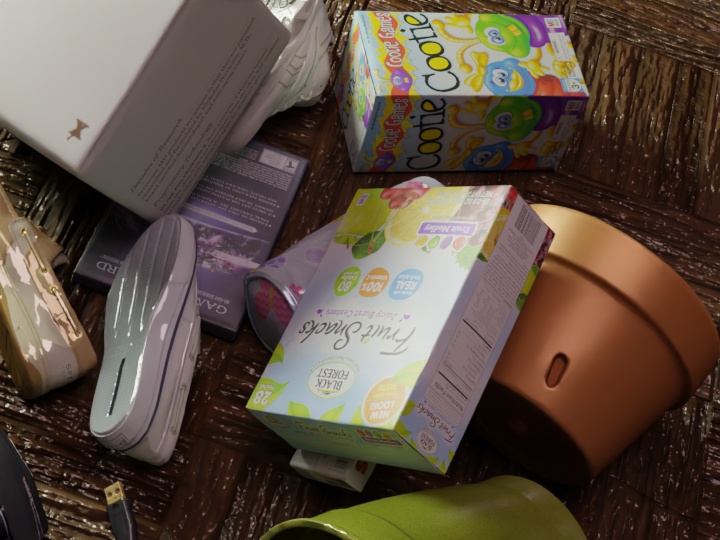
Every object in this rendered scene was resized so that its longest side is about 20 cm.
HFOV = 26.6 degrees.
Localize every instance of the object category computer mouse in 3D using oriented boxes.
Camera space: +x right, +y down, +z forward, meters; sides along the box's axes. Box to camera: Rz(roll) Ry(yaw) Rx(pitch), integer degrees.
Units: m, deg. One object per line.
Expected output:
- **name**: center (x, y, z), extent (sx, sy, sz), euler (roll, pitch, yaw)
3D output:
- **computer mouse**: center (-0.238, 0.158, 1.083), extent (0.139, 0.046, 0.201), euler (-15, 58, -23)

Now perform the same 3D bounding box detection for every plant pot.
- **plant pot**: center (0.156, 0.068, 1.176), extent (0.199, 0.201, 0.140), euler (35, 69, 13)
- **plant pot**: center (0.057, 0.232, 1.029), extent (0.191, 0.201, 0.201), euler (-18, 59, -40)

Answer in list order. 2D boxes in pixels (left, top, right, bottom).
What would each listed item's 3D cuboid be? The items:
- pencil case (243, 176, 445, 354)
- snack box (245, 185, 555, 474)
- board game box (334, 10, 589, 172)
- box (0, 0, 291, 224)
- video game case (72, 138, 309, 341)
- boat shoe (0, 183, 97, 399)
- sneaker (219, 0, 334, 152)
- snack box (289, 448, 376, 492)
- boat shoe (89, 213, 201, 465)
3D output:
- **pencil case**: center (0.000, 0.000, 1.244), extent (0.199, 0.083, 0.091), euler (-29, 79, -31)
- **snack box**: center (0.028, 0.037, 1.106), extent (0.068, 0.167, 0.202), euler (40, 65, -34)
- **board game box**: center (0.088, -0.160, 1.374), extent (0.197, 0.105, 0.104), euler (-2, 54, -15)
- **box**: center (-0.204, -0.180, 1.207), extent (0.198, 0.171, 0.201), euler (33, 90, 21)
- **video game case**: center (-0.138, -0.044, 1.282), extent (0.141, 0.019, 0.201), euler (20, 52, 1)
- **boat shoe**: center (-0.260, 0.003, 1.184), extent (0.068, 0.074, 0.202), euler (-14, 67, -27)
- **sneaker**: center (-0.069, -0.169, 1.350), extent (0.077, 0.100, 0.201), euler (4, 52, 36)
- **snack box**: center (0.020, 0.072, 1.163), extent (0.024, 0.071, 0.201), euler (41, 68, -31)
- **boat shoe**: center (-0.157, 0.055, 1.175), extent (0.067, 0.073, 0.202), euler (42, 49, -40)
